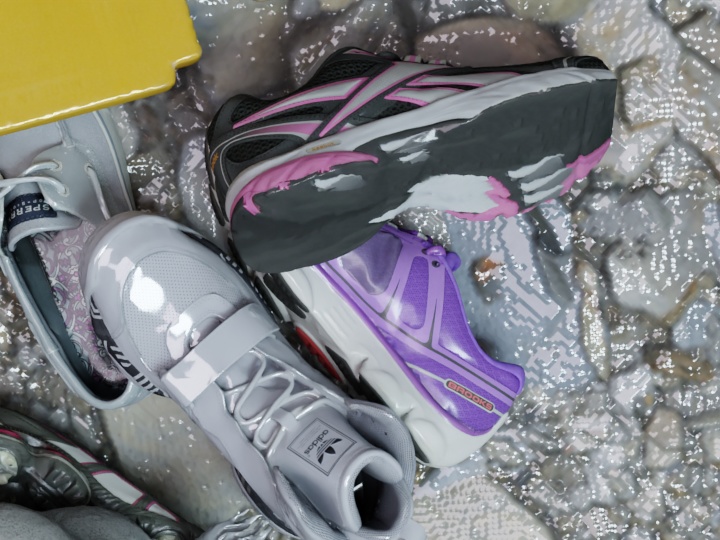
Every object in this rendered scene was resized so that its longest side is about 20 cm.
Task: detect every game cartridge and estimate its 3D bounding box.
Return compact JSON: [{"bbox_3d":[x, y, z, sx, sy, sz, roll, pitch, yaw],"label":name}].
[{"bbox_3d":[-0.181,-0.161,0.959,0.176,0.032,0.200,-16,92,-12],"label":"game cartridge"}]

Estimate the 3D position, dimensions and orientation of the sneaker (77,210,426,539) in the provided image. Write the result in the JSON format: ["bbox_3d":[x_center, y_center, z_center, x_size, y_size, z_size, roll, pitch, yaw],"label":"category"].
[{"bbox_3d":[-0.043,0.055,0.951,0.075,0.115,0.200,-44,114,-15],"label":"sneaker"}]

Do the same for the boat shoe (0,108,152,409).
[{"bbox_3d":[-0.144,-0.027,0.996,0.070,0.072,0.201,-22,97,11],"label":"boat shoe"}]

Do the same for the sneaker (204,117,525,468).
[{"bbox_3d":[0.000,0.000,0.993,0.083,0.081,0.200,-40,90,-14],"label":"sneaker"}]

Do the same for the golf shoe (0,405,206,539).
[{"bbox_3d":[-0.124,0.126,1.024,0.077,0.088,0.200,-45,115,10],"label":"golf shoe"}]

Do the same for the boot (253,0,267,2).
[{"bbox_3d":[-0.044,-0.201,0.896,0.166,0.200,0.072,-39,59,25],"label":"boot"}]

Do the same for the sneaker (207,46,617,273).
[{"bbox_3d":[0.022,-0.072,0.945,0.200,0.086,0.080,-13,141,-22],"label":"sneaker"}]

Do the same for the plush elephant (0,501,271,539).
[{"bbox_3d":[-0.129,0.187,0.915,0.200,0.155,0.165,-15,122,3],"label":"plush elephant"}]
